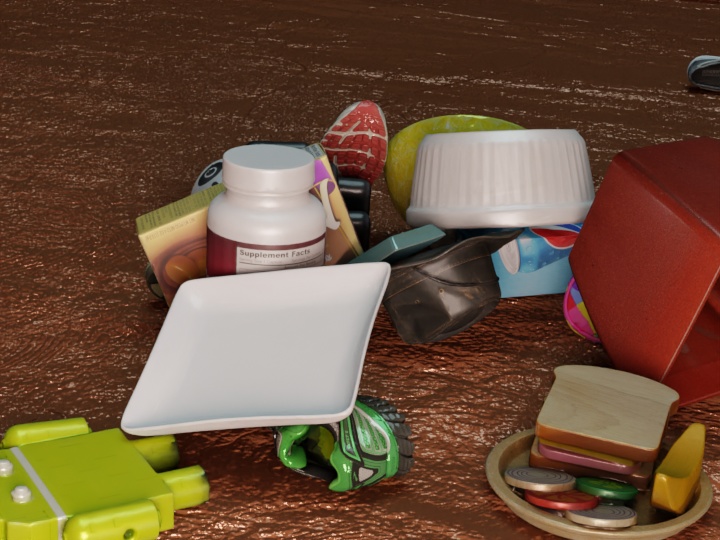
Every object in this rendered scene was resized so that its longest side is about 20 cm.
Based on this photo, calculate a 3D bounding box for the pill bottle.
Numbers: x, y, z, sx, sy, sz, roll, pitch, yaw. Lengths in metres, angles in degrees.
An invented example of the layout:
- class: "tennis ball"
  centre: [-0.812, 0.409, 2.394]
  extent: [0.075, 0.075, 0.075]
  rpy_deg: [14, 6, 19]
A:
- class: "pill bottle"
  centre: [-0.088, -0.009, 1.445]
  extent: [0.112, 0.202, 0.113]
  rpy_deg: [3, 20, -1]

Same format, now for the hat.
- class: "hat"
  centre: [0.078, 0.025, 1.521]
  extent: [0.199, 0.082, 0.201]
  rpy_deg: [-19, -5, -2]

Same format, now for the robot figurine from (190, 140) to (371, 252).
- class: "robot figurine"
  centre: [-0.088, -0.062, 1.692]
  extent: [0.197, 0.126, 0.151]
  rpy_deg: [3, 21, -1]

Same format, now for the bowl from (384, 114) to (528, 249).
- class: "bowl"
  centre: [0.119, -0.077, 1.757]
  extent: [0.198, 0.201, 0.109]
  rpy_deg: [4, 63, 3]

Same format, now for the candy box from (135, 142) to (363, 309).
- class: "candy box"
  centre: [-0.107, -0.031, 1.525]
  extent: [0.198, 0.118, 0.057]
  rpy_deg: [-22, 22, -3]

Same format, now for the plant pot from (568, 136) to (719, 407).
- class: "plant pot"
  centre: [0.311, -0.013, 1.446]
  extent: [0.198, 0.201, 0.176]
  rpy_deg: [-11, 46, -35]

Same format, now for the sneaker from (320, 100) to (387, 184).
- class: "sneaker"
  centre: [-0.012, -0.135, 1.788]
  extent: [0.077, 0.201, 0.083]
  rpy_deg: [15, 59, -4]

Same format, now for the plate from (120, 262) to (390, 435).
- class: "plate"
  centre: [-0.081, 0.070, 1.293]
  extent: [0.198, 0.033, 0.200]
  rpy_deg: [-5, 36, 16]

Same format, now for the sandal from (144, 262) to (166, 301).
- class: "sandal"
  centre: [-0.123, -0.014, 1.603]
  extent: [0.198, 0.080, 0.058]
  rpy_deg: [-3, 42, -6]

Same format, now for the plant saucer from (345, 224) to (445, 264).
- class: "plant saucer"
  centre: [0.000, 0.000, 1.527]
  extent: [0.069, 0.019, 0.199]
  rpy_deg: [-19, -7, -39]

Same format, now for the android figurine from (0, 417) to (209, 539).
- class: "android figurine"
  centre: [-0.223, 0.167, 1.192]
  extent: [0.198, 0.042, 0.182]
  rpy_deg: [-6, 23, -27]

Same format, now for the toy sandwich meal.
- class: "toy sandwich meal"
  centre: [0.196, 0.147, 1.258]
  extent: [0.203, 0.071, 0.205]
  rpy_deg: [3, 21, -1]

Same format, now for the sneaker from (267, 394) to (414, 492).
- class: "sneaker"
  centre: [-0.049, 0.118, 1.290]
  extent: [0.085, 0.079, 0.199]
  rpy_deg: [-15, 28, -39]

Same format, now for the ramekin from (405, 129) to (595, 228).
- class: "ramekin"
  centre: [0.144, -0.094, 1.591]
  extent: [0.200, 0.095, 0.202]
  rpy_deg: [-2, 3, 0]

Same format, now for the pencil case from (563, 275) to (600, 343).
- class: "pencil case"
  centre: [0.290, 0.013, 1.613]
  extent: [0.088, 0.089, 0.199]
  rpy_deg: [17, 24, 33]

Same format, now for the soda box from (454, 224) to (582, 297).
- class: "soda box"
  centre: [0.203, -0.016, 1.696]
  extent: [0.198, 0.069, 0.064]
  rpy_deg: [-4, 21, -20]

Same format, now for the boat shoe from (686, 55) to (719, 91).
- class: "boat shoe"
  centre: [0.642, -0.326, 2.577]
  extent: [0.198, 0.073, 0.068]
  rpy_deg: [5, 18, 11]
